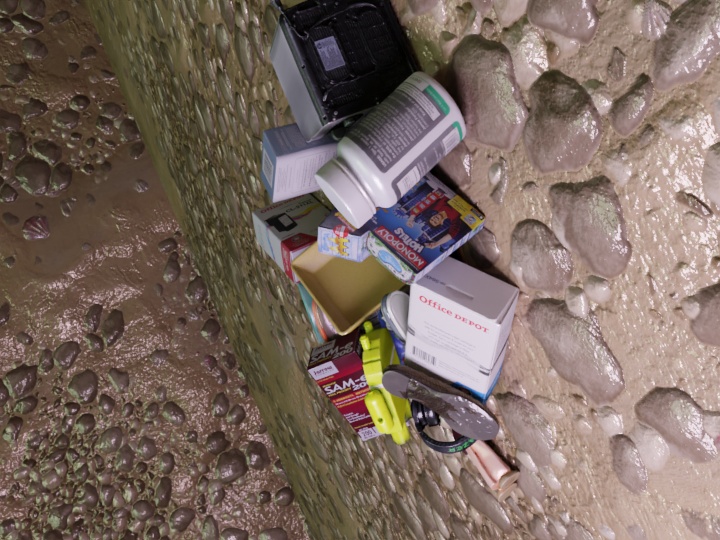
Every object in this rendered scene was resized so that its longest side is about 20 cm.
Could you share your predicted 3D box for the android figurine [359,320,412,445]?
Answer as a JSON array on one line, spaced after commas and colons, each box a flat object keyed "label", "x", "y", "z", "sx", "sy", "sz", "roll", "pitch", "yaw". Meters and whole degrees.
[{"label": "android figurine", "x": 0.042, "y": 0.183, "z": 1.179, "sx": 0.183, "sy": 0.040, "sz": 0.204, "roll": -73, "pitch": -35, "yaw": -62}]

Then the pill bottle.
[{"label": "pill bottle", "x": 0.039, "y": -0.161, "z": 0.953, "sx": 0.114, "sy": 0.199, "sz": 0.113, "roll": 47, "pitch": 175, "yaw": 6}]

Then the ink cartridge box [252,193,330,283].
[{"label": "ink cartridge box", "x": -0.129, "y": -0.077, "z": 1.516, "sx": 0.200, "sy": 0.143, "sz": 0.085, "roll": 42, "pitch": 148, "yaw": 46}]

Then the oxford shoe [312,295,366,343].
[{"label": "oxford shoe", "x": -0.017, "y": 0.118, "z": 1.302, "sx": 0.071, "sy": 0.072, "sz": 0.202, "roll": -22, "pitch": 115, "yaw": 32}]

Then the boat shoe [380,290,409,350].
[{"label": "boat shoe", "x": 0.067, "y": 0.093, "z": 1.177, "sx": 0.200, "sy": 0.060, "sz": 0.075, "roll": 44, "pitch": -135, "yaw": -56}]

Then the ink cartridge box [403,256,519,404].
[{"label": "ink cartridge box", "x": 0.148, "y": 0.093, "z": 1.060, "sx": 0.143, "sy": 0.084, "sz": 0.204, "roll": 25, "pitch": 138, "yaw": 22}]

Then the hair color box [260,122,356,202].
[{"label": "hair color box", "x": -0.056, "y": -0.185, "z": 1.106, "sx": 0.061, "sy": 0.195, "sz": 0.100, "roll": 60, "pitch": 154, "yaw": 28}]

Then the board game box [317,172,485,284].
[{"label": "board game box", "x": 0.043, "y": -0.065, "z": 1.021, "sx": 0.200, "sy": 0.198, "sz": 0.062, "roll": 43, "pitch": 153, "yaw": 25}]

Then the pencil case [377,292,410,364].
[{"label": "pencil case", "x": 0.078, "y": 0.142, "z": 1.328, "sx": 0.079, "sy": 0.084, "sz": 0.205, "roll": -103, "pitch": 6, "yaw": -56}]

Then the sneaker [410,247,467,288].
[{"label": "sneaker", "x": 0.126, "y": 0.017, "z": 1.112, "sx": 0.085, "sy": 0.071, "sz": 0.205, "roll": 43, "pitch": 146, "yaw": 49}]

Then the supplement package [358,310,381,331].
[{"label": "supplement package", "x": 0.004, "y": 0.070, "z": 1.396, "sx": 0.113, "sy": 0.107, "sz": 0.205, "roll": 33, "pitch": 140, "yaw": 53}]

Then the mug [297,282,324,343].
[{"label": "mug", "x": -0.070, "y": 0.052, "z": 1.528, "sx": 0.154, "sy": 0.112, "sz": 0.188, "roll": 77, "pitch": 171, "yaw": -51}]

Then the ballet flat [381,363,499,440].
[{"label": "ballet flat", "x": 0.125, "y": 0.196, "z": 1.082, "sx": 0.196, "sy": 0.046, "sz": 0.069, "roll": 24, "pitch": 119, "yaw": 14}]

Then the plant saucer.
[{"label": "plant saucer", "x": 0.000, "y": 0.000, "z": 1.259, "sx": 0.201, "sy": 0.198, "sz": 0.049, "roll": 49, "pitch": 174, "yaw": 37}]

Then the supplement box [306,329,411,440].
[{"label": "supplement box", "x": 0.001, "y": 0.212, "z": 1.281, "sx": 0.202, "sy": 0.107, "sz": 0.062, "roll": 55, "pitch": -153, "yaw": -26}]

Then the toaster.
[{"label": "toaster", "x": -0.028, "y": -0.306, "z": 1.026, "sx": 0.205, "sy": 0.177, "sz": 0.118, "roll": 65, "pitch": 158, "yaw": 1}]

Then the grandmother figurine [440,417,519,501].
[{"label": "grandmother figurine", "x": 0.196, "y": 0.302, "z": 1.242, "sx": 0.200, "sy": 0.059, "sz": 0.124, "roll": 46, "pitch": 143, "yaw": 37}]

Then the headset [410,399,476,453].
[{"label": "headset", "x": 0.144, "y": 0.234, "z": 1.236, "sx": 0.202, "sy": 0.121, "sz": 0.095, "roll": 62, "pitch": 179, "yaw": 45}]
